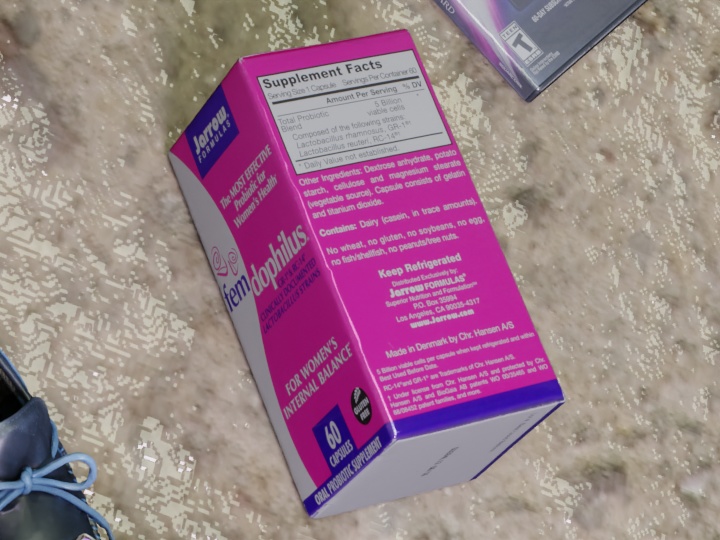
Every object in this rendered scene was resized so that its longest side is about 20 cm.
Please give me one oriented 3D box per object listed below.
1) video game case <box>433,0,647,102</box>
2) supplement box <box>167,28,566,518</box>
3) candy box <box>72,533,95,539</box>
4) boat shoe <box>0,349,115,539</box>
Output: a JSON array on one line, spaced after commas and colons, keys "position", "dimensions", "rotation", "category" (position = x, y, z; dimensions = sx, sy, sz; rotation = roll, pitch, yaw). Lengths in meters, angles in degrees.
[{"position": [0.067, -0.202, 1.525], "dimensions": [0.200, 0.019, 0.143], "rotation": [48, 54, 2], "category": "video game case"}, {"position": [0.000, 0.000, 1.332], "dimensions": [0.103, 0.101, 0.201], "rotation": [-11, 70, -31], "category": "supplement box"}, {"position": [-0.080, 0.235, 1.158], "dimensions": [0.199, 0.072, 0.168], "rotation": [34, 73, -8], "category": "candy box"}, {"position": [-0.169, 0.082, 1.221], "dimensions": [0.084, 0.069, 0.200], "rotation": [-35, 84, -36], "category": "boat shoe"}]
